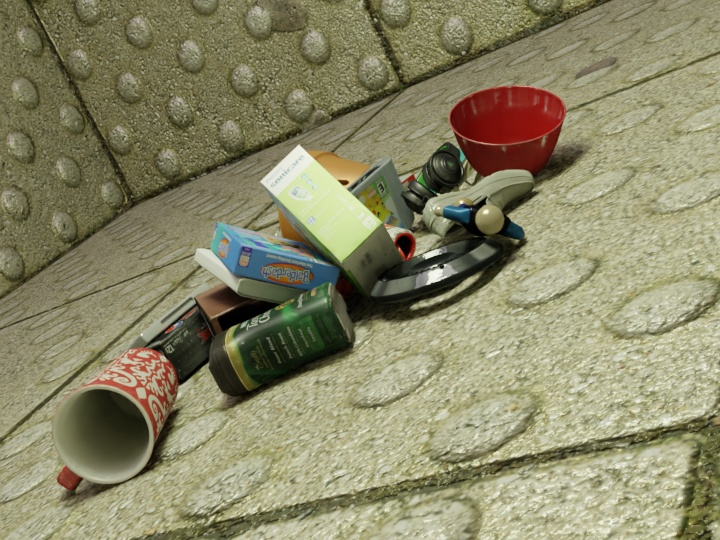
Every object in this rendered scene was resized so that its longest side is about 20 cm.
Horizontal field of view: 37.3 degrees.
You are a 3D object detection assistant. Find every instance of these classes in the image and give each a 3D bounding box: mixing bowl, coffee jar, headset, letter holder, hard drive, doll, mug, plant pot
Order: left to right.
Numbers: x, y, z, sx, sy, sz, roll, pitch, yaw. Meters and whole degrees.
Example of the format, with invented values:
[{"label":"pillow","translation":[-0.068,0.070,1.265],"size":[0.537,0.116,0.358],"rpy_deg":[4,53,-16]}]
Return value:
[{"label":"mug","translation":[-0.342,0.194,1.459],"size":[0.175,0.135,0.200],"rpy_deg":[-22,11,9]},{"label":"letter holder","translation":[-0.161,0.068,1.631],"size":[0.141,0.102,0.200],"rpy_deg":[-27,14,-10]},{"label":"hard drive","translation":[-0.155,0.011,1.580],"size":[0.130,0.027,0.200],"rpy_deg":[13,8,-29]},{"label":"coffee jar","translation":[-0.112,0.096,1.469],"size":[0.198,0.086,0.104],"rpy_deg":[-26,14,7]},{"label":"plant pot","translation":[-0.033,-0.110,1.873],"size":[0.138,0.203,0.200],"rpy_deg":[3,29,33]},{"label":"headset","translation":[0.129,-0.133,1.780],"size":[0.124,0.093,0.201],"rpy_deg":[-50,12,31]},{"label":"doll","translation":[0.170,-0.073,1.527],"size":[0.135,0.049,0.200],"rpy_deg":[16,6,-3]},{"label":"mixing bowl","translation":[0.253,-0.220,1.816],"size":[0.197,0.110,0.201],"rpy_deg":[-7,36,5]}]

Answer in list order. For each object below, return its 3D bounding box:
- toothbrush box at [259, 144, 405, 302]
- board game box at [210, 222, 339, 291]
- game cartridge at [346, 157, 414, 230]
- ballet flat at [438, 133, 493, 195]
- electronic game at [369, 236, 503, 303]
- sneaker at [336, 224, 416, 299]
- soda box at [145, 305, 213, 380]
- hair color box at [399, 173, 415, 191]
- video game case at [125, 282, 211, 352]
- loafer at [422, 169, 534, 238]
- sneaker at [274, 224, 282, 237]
[{"label":"toothbrush box","translation":[-0.039,-0.068,1.575],"size":[0.086,0.200,0.146],"rpy_deg":[-42,-29,-5]},{"label":"board game box","translation":[-0.130,-0.019,1.572],"size":[0.150,0.046,0.200],"rpy_deg":[13,8,-19]},{"label":"game cartridge","translation":[0.021,-0.089,1.781],"size":[0.040,0.135,0.200],"rpy_deg":[-5,26,36]},{"label":"ballet flat","translation":[0.173,-0.162,1.896],"size":[0.200,0.070,0.069],"rpy_deg":[-48,19,-12]},{"label":"electronic game","translation":[0.106,0.001,1.496],"size":[0.198,0.042,0.200],"rpy_deg":[-21,8,3]},{"label":"sneaker","translation":[0.000,-0.001,1.646],"size":[0.201,0.068,0.107],"rpy_deg":[-43,30,-27]},{"label":"soda box","translation":[-0.265,0.104,1.741],"size":[0.063,0.071,0.200],"rpy_deg":[-19,16,41]},{"label":"hair color box","translation":[0.016,-0.119,2.041],"size":[0.199,0.065,0.111],"rpy_deg":[-7,25,50]},{"label":"video game case","translation":[-0.354,0.118,1.815],"size":[0.200,0.023,0.182],"rpy_deg":[-44,0,41]},{"label":"loafer","translation":[0.194,-0.101,1.678],"size":[0.198,0.070,0.070],"rpy_deg":[-23,54,-16]},{"label":"sneaker","translation":[-0.143,-0.068,2.108],"size":[0.198,0.085,0.073],"rpy_deg":[-16,19,42]}]
